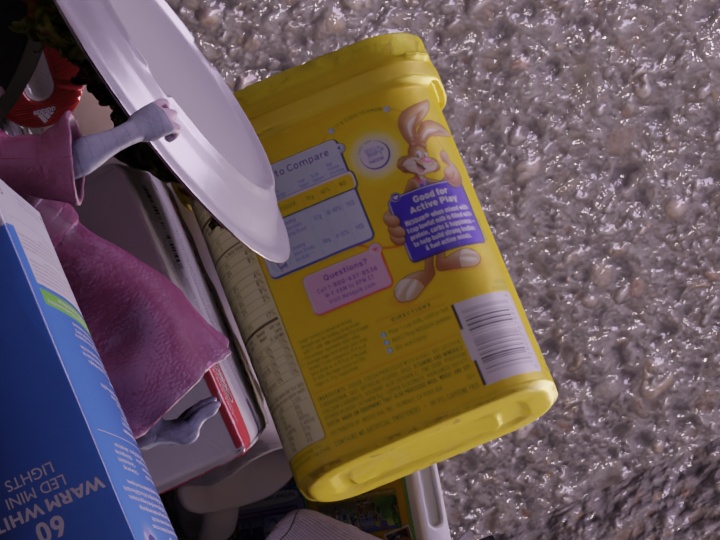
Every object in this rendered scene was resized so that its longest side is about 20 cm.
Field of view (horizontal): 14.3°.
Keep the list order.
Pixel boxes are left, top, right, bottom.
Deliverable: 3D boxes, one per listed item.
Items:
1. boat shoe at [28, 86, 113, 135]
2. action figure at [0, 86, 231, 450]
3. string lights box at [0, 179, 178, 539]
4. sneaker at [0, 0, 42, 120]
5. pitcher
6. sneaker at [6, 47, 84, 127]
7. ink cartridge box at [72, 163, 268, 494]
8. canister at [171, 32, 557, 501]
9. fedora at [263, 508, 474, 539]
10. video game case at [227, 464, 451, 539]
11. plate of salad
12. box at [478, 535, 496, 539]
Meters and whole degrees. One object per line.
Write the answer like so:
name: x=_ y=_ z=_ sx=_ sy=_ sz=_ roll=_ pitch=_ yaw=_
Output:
boat shoe: x=-0.185 y=-0.140 z=1.748 sx=0.202 sy=0.072 sz=0.060 roll=63 pitch=5 yaw=21
action figure: x=-0.146 y=-0.009 z=1.194 sx=0.200 sy=0.149 sz=0.134 roll=49 pitch=-28 yaw=-17
string lights box: x=-0.118 y=0.069 z=1.071 sx=0.103 sy=0.059 sz=0.200 roll=57 pitch=9 yaw=-78
sneaker: x=-0.201 y=-0.165 z=1.344 sx=0.075 sy=0.106 sz=0.200 roll=26 pitch=-71 yaw=46
pitcher: x=-0.096 y=0.042 z=1.578 sx=0.200 sy=0.121 sz=0.172 roll=68 pitch=-28 yaw=19
sneaker: x=-0.211 y=-0.183 z=1.652 sx=0.116 sy=0.078 sz=0.201 roll=-151 pitch=-126 yaw=-77
ink cartridge box: x=-0.113 y=0.031 z=1.377 sx=0.200 sy=0.083 sz=0.147 roll=-16 pitch=81 yaw=-89
canister: x=0.000 y=0.000 z=1.453 sx=0.087 sy=0.148 sz=0.200 roll=62 pitch=6 yaw=-71
fedora: x=-0.025 y=0.179 z=1.405 sx=0.090 sy=0.177 sz=0.200 roll=36 pitch=5 yaw=10
video game case: x=-0.024 y=0.109 z=1.600 sx=0.200 sy=0.022 sz=0.183 roll=-16 pitch=-97 yaw=53
plate of salad: x=-0.099 y=-0.081 z=1.308 sx=0.200 sy=0.048 sz=0.200 roll=53 pitch=9 yaw=-12
box: x=0.019 y=0.222 z=1.607 sx=0.200 sy=0.161 sz=0.049 roll=-111 pitch=177 yaw=-79
